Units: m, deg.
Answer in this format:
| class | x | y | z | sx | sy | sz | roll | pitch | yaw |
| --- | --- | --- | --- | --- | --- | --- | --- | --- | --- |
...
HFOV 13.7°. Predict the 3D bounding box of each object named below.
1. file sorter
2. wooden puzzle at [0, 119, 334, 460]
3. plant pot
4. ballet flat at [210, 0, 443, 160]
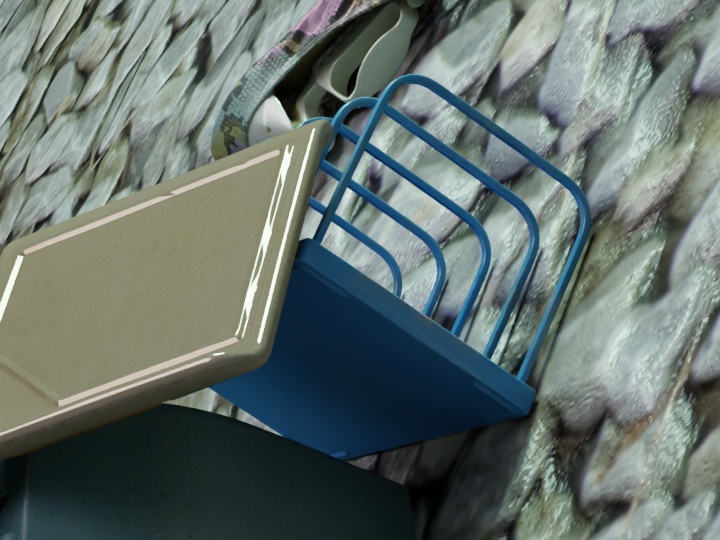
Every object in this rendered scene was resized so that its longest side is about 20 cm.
| class | x | y | z | sx | sy | sz | roll | pitch | yaw |
| --- | --- | --- | --- | --- | --- | --- | --- | --- | --- |
| file sorter | 0.000 | 0.000 | 1.485 | 0.200 | 0.139 | 0.123 | -20 | 40 | 58 |
| wooden puzzle | -0.104 | 0.019 | 1.371 | 0.185 | 0.037 | 0.200 | -20 | 28 | 24 |
| plant pot | -0.107 | 0.175 | 1.398 | 0.196 | 0.200 | 0.196 | -48 | 24 | 24 |
| ballet flat | -0.021 | -0.115 | 1.791 | 0.200 | 0.069 | 0.071 | -48 | 43 | 26 |
